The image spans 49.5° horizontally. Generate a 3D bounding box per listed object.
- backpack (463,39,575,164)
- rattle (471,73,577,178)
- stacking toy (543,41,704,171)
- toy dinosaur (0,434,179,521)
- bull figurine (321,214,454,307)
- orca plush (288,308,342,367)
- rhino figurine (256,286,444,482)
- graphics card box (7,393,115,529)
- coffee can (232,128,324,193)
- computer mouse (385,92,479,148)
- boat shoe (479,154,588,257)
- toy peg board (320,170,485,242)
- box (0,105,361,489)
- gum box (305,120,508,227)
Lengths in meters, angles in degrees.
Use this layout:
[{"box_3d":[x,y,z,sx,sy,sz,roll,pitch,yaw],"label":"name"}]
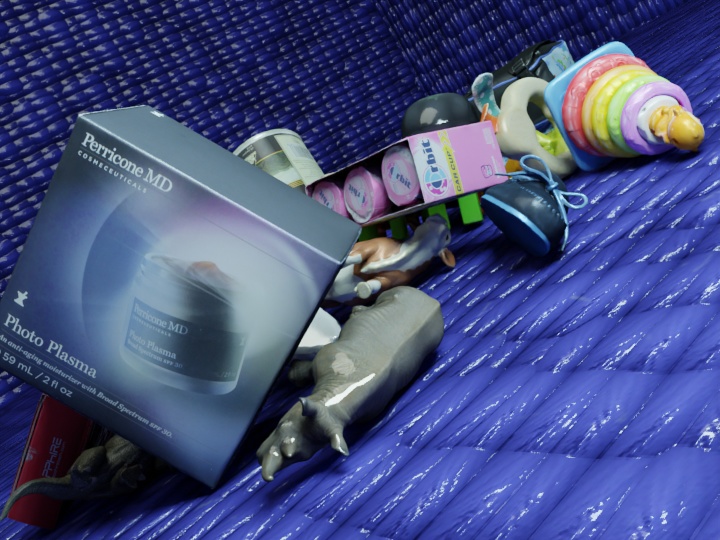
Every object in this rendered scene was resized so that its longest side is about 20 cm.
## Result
[{"box_3d":[0.252,-0.250,1.190,0.183,0.147,0.200,-25,14,38],"label":"backpack"},{"box_3d":[0.160,-0.156,0.917,0.200,0.130,0.143,-10,7,-39],"label":"rattle"},{"box_3d":[0.275,-0.151,0.762,0.110,0.116,0.200,-33,20,3],"label":"stacking toy"},{"box_3d":[-0.209,0.167,0.679,0.200,0.077,0.102,-42,1,-32],"label":"toy dinosaur"},{"box_3d":[0.000,0.000,0.802,0.200,0.065,0.121,-22,-4,37],"label":"bull figurine"},{"box_3d":[-0.096,0.069,0.736,0.200,0.071,0.105,0,42,20],"label":"orca plush"},{"box_3d":[-0.007,0.072,0.520,0.087,0.060,0.200,-27,10,40],"label":"rhino figurine"},{"box_3d":[-0.278,0.154,0.783,0.200,0.051,0.126,-106,35,-81],"label":"graphics card box"},{"box_3d":[-0.110,-0.103,1.239,0.146,0.200,0.146,-26,-26,-14],"label":"coffee can"},{"box_3d":[0.090,-0.172,0.928,0.138,0.053,0.200,-11,-2,7],"label":"computer mouse"},{"box_3d":[0.148,-0.066,0.693,0.069,0.084,0.200,-41,10,7],"label":"boat shoe"},{"box_3d":[0.079,-0.091,1.012,0.200,0.098,0.199,-12,-2,16],"label":"toy peg board"},{"box_3d":[-0.136,0.013,0.579,0.199,0.200,0.123,-61,1,15],"label":"box"},{"box_3d":[0.039,-0.090,0.819,0.113,0.066,0.200,-18,2,-35],"label":"gum box"}]
